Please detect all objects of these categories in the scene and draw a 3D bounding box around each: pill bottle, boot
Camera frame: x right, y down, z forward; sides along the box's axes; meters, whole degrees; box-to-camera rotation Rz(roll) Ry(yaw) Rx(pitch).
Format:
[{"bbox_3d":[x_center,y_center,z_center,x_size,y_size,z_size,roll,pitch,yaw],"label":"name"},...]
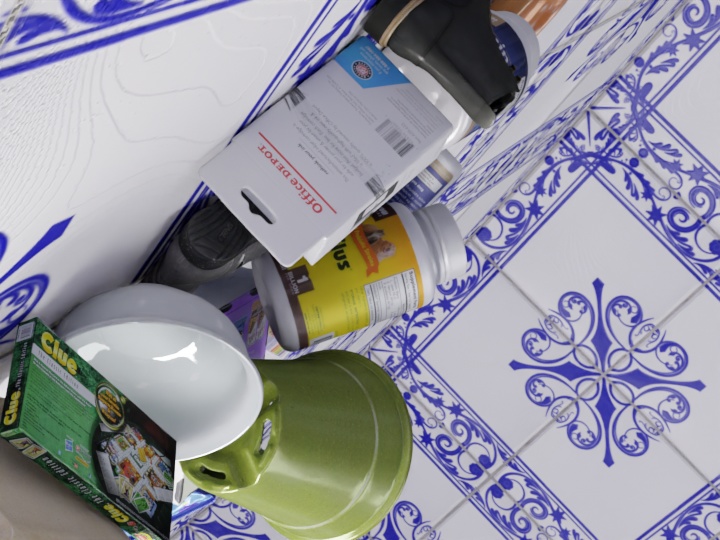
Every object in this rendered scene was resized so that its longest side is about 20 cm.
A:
[{"bbox_3d":[0.101,-0.195,1.288,0.111,0.111,0.200,-50,172,37],"label":"pill bottle"},{"bbox_3d":[-0.131,-0.022,1.220,0.132,0.070,0.200,-41,169,37],"label":"boot"},{"bbox_3d":[0.104,-0.202,1.154,0.200,0.138,0.078,-39,171,-43],"label":"boot"},{"bbox_3d":[0.000,0.000,1.300,0.199,0.110,0.109,-19,167,-11],"label":"pill bottle"},{"bbox_3d":[0.002,-0.076,1.394,0.200,0.116,0.116,-45,173,5],"label":"pill bottle"}]

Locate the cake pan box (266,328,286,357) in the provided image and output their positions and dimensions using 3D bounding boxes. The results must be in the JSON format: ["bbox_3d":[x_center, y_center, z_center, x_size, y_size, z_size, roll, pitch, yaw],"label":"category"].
[{"bbox_3d":[-0.055,0.020,1.628,0.200,0.052,0.184,-44,175,-4],"label":"cake pan box"}]

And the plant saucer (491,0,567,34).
[{"bbox_3d":[0.181,-0.292,1.489,0.200,0.037,0.200,-45,173,-7],"label":"plant saucer"}]

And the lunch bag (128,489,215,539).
[{"bbox_3d":[-0.282,0.259,1.643,0.200,0.094,0.151,-37,-142,23],"label":"lunch bag"}]

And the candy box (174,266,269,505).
[{"bbox_3d":[-0.163,0.110,1.337,0.168,0.071,0.201,-33,136,-64],"label":"candy box"}]

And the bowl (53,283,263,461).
[{"bbox_3d":[-0.183,0.075,1.131,0.201,0.200,0.091,-50,-149,39],"label":"bowl"}]

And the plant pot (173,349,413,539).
[{"bbox_3d":[-0.080,0.159,1.257,0.200,0.200,0.190,-46,150,12],"label":"plant pot"}]

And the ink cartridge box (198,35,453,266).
[{"bbox_3d":[-0.033,-0.091,1.110,0.200,0.116,0.067,-41,174,-22],"label":"ink cartridge box"}]

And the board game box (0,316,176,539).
[{"bbox_3d":[-0.212,0.134,1.049,0.023,0.200,0.105,-17,-133,21],"label":"board game box"}]

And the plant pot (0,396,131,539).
[{"bbox_3d":[-0.316,0.211,0.990,0.200,0.200,0.177,-43,163,-8],"label":"plant pot"}]
